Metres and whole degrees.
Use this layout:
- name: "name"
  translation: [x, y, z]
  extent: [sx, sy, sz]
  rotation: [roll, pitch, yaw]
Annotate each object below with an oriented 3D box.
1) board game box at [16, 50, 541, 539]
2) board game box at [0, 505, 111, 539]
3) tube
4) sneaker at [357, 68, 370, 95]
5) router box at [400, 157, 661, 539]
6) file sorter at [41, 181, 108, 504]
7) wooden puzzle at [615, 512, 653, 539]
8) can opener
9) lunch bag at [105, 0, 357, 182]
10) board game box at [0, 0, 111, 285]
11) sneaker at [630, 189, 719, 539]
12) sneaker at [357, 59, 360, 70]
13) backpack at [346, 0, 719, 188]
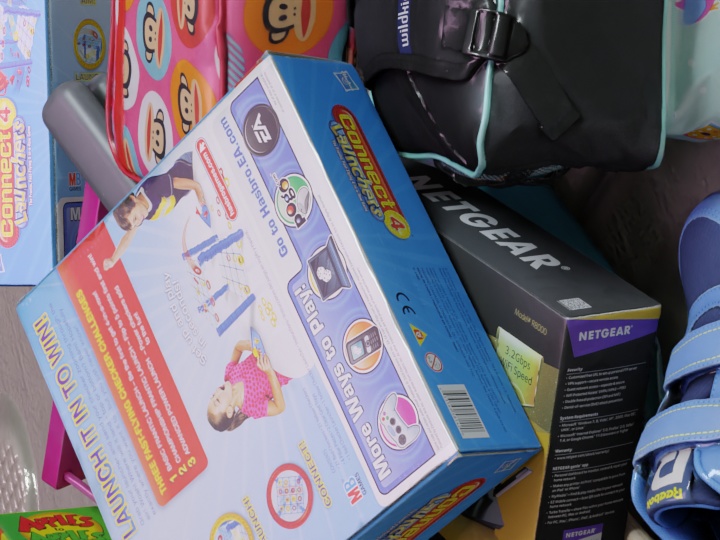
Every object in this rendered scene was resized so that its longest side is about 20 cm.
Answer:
- name: "board game box"
  translation: [-0.042, 0.045, 1.194]
  extent: [0.196, 0.056, 0.201]
  rotation: [-41, 63, 34]
- name: "board game box"
  translation: [-0.100, 0.169, 1.542]
  extent: [0.102, 0.199, 0.048]
  rotation: [-141, 53, -59]
- name: "tube"
  translation: [0.095, 0.007, 1.275]
  extent: [0.200, 0.050, 0.078]
  rotation: [54, 166, 47]
- name: "sneaker"
  translation: [0.000, 0.000, 1.331]
  extent: [0.075, 0.088, 0.201]
  rotation: [-135, 33, -55]
- name: "router box"
  translation: [0.045, 0.053, 1.219]
  extent: [0.200, 0.052, 0.158]
  rotation: [35, 125, 52]
- name: "file sorter"
  translation: [-0.071, 0.041, 1.514]
  extent: [0.125, 0.139, 0.201]
  rotation: [31, 124, 32]
- name: "wooden puzzle"
  translation: [0.133, 0.215, 1.196]
  extent: [0.185, 0.046, 0.201]
  rotation: [49, 137, 48]
- name: "can opener"
  translation: [-0.095, -0.010, 1.391]
  extent: [0.066, 0.053, 0.200]
  rotation: [-43, 75, 36]
- name: "lunch bag"
  translation: [-0.069, -0.132, 1.316]
  extent: [0.176, 0.081, 0.201]
  rotation: [-147, 56, -59]
- name: "board game box"
  translation: [-0.134, -0.095, 1.577]
  extent: [0.056, 0.200, 0.197]
  rotation: [0, 93, 34]
- name: "sneaker"
  translation: [0.151, 0.062, 1.106]
  extent: [0.074, 0.082, 0.201]
  rotation: [135, 130, -61]
- name: "sneaker"
  translation: [0.019, -0.107, 1.350]
  extent: [0.200, 0.114, 0.073]
  rotation: [163, 105, -64]
- name: "backpack"
  translation: [0.073, -0.124, 1.170]
  extent: [0.200, 0.152, 0.177]
  rotation: [-176, 83, -67]
